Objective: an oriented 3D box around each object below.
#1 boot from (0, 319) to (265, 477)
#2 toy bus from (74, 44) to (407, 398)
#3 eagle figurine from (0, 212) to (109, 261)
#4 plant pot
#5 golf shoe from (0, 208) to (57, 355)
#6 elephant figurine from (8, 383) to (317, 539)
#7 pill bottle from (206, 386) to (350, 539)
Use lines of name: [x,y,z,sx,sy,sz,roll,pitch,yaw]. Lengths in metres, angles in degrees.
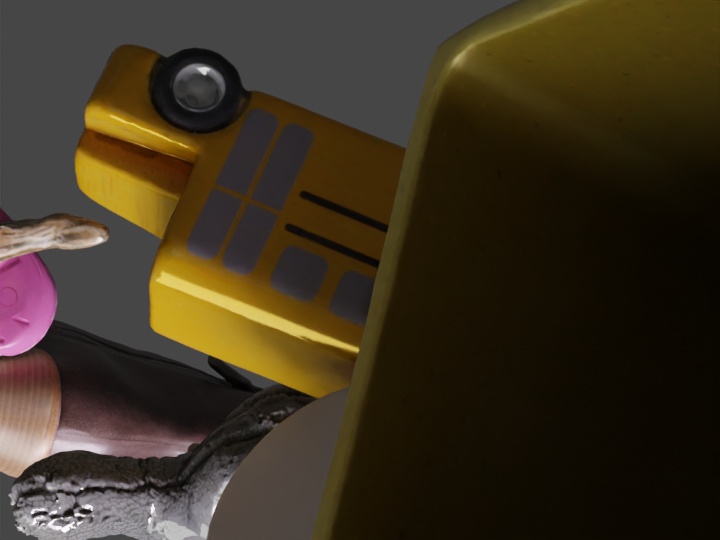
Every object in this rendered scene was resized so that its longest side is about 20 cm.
boot: [-0.128,0.055,0.936,0.165,0.073,0.200,11,-172,-19]
toy bus: [0.000,0.000,0.677,0.199,0.079,0.065,22,158,3]
eagle figurine: [-0.200,-0.056,0.670,0.151,0.151,0.200,53,176,41]
plant pot: [0.129,0.045,0.524,0.199,0.196,0.195,23,160,-26]
golf shoe: [-0.210,-0.016,0.875,0.199,0.076,0.092,23,171,12]
elephant figurine: [0.005,0.081,0.770,0.141,0.156,0.200,30,178,43]
pill bottle: [0.042,0.128,0.660,0.112,0.113,0.200,0,140,44]
